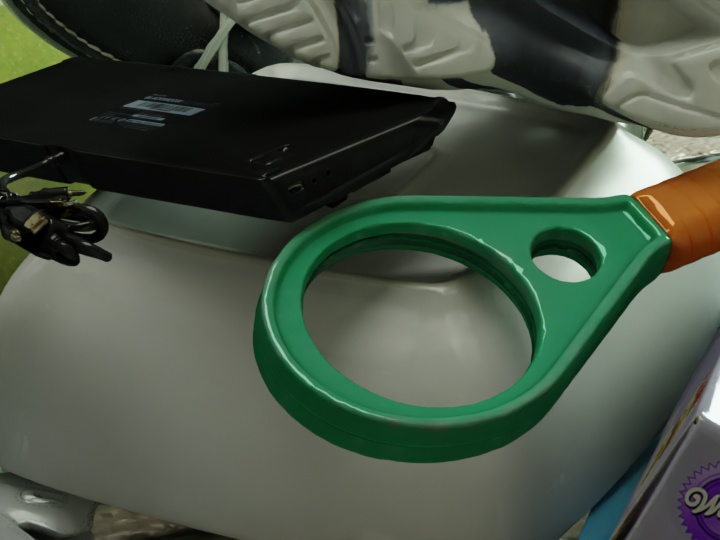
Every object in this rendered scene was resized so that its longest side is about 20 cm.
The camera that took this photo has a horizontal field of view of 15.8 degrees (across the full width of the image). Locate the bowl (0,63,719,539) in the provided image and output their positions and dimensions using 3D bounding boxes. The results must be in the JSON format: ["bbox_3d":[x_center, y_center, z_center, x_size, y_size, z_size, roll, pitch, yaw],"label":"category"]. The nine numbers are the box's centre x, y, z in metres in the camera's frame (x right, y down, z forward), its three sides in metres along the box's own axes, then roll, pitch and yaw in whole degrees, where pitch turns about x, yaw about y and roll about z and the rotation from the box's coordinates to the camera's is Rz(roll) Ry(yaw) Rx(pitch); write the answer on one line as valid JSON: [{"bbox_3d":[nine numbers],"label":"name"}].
[{"bbox_3d":[0.000,0.000,0.789,0.199,0.075,0.200,12,30,26],"label":"bowl"}]

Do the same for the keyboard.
[{"bbox_3d":[-0.075,-0.032,0.756,0.127,0.021,0.200,-24,21,-34],"label":"keyboard"}]

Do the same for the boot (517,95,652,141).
[{"bbox_3d":[0.048,-0.049,1.159,0.181,0.073,0.200,-1,27,14],"label":"boot"}]

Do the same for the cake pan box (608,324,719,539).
[{"bbox_3d":[0.177,0.065,0.713,0.184,0.052,0.200,32,26,6],"label":"cake pan box"}]

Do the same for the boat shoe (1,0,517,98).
[{"bbox_3d":[-0.030,-0.081,0.899,0.199,0.076,0.060,13,18,-23],"label":"boat shoe"}]

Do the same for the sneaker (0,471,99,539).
[{"bbox_3d":[-0.087,0.107,0.725,0.199,0.075,0.115,6,24,34],"label":"sneaker"}]

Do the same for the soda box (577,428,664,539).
[{"bbox_3d":[0.105,0.089,0.755,0.068,0.064,0.200,1,21,16],"label":"soda box"}]

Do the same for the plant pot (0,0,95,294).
[{"bbox_3d":[-0.162,-0.011,0.940,0.200,0.201,0.184,4,33,22],"label":"plant pot"}]

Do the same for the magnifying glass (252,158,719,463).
[{"bbox_3d":[0.061,-0.004,0.702,0.200,0.022,0.080,-20,54,-29],"label":"magnifying glass"}]

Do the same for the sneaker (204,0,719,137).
[{"bbox_3d":[0.031,-0.092,0.773,0.198,0.080,0.130,10,4,3],"label":"sneaker"}]
